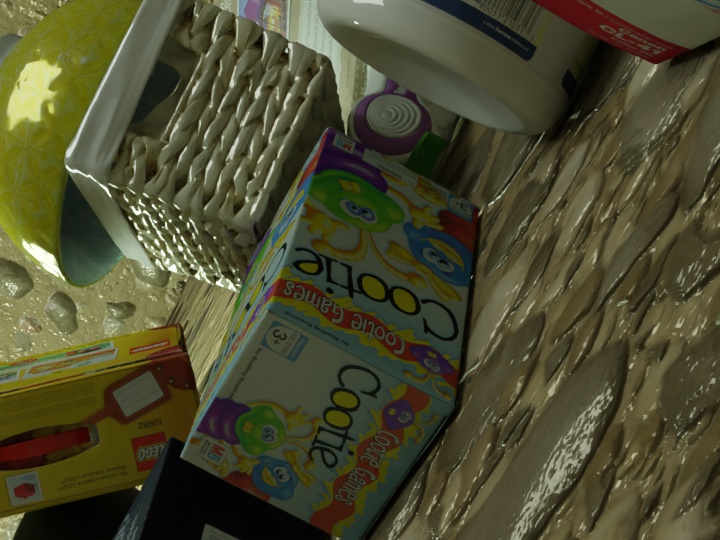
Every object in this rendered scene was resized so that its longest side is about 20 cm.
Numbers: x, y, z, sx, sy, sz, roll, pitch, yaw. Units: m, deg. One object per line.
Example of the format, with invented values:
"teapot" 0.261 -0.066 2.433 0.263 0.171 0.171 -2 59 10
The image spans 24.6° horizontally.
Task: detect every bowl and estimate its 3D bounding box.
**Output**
"bowl" -0.196 -0.100 1.085 0.200 0.107 0.201 21 -90 -80

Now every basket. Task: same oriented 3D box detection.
"basket" -0.088 -0.071 1.053 0.200 0.123 0.136 75 -142 -73

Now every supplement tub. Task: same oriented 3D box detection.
"supplement tub" 0.080 -0.188 0.865 0.201 0.144 0.145 -63 9 -3

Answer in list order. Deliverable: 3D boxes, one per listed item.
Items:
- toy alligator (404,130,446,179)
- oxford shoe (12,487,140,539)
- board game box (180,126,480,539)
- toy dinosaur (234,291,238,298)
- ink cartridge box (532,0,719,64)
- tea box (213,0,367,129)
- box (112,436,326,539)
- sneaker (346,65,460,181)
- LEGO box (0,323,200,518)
"toy alligator" 0.000 0.000 1.042 0.200 0.059 0.054 -57 10 31
"oxford shoe" -0.195 0.195 1.033 0.072 0.071 0.200 -64 -8 30
"board game box" -0.011 0.028 0.876 0.105 0.103 0.200 -58 10 29
"toy dinosaur" -0.043 -0.010 1.163 0.101 0.058 0.201 -8 53 27
"ink cartridge box" 0.145 -0.173 0.634 0.148 0.085 0.200 -63 10 -5
"tea box" -0.005 -0.236 1.221 0.197 0.133 0.201 -49 -23 -36
"box" -0.108 0.223 0.856 0.183 0.104 0.200 -60 8 21
"sneaker" 0.026 -0.095 1.133 0.200 0.074 0.100 -60 -16 -54
"LEGO box" -0.201 0.099 1.058 0.149 0.199 0.078 -143 41 -81
